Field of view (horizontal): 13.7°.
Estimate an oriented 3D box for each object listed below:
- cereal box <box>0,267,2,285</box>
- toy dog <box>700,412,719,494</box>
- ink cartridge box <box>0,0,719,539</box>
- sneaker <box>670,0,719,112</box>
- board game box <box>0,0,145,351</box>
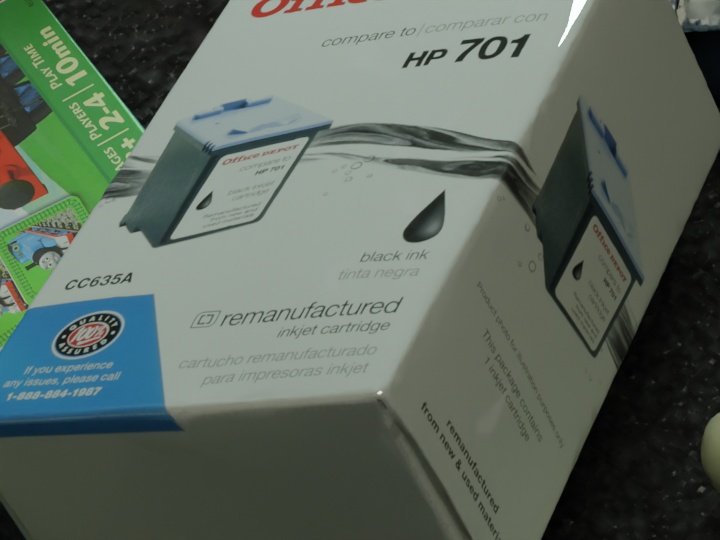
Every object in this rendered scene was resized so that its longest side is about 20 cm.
[{"bbox_3d":[-0.185,0.086,0.851,0.143,0.040,0.202,3,77,11],"label":"cereal box"},{"bbox_3d":[0.109,0.144,0.768,0.194,0.139,0.200,46,65,-7],"label":"toy dog"},{"bbox_3d":[0.000,0.000,0.850,0.146,0.086,0.201,-5,40,33],"label":"ink cartridge box"},{"bbox_3d":[0.108,-0.074,0.938,0.199,0.079,0.080,17,54,32],"label":"sneaker"},{"bbox_3d":[-0.161,-0.002,0.950,0.199,0.037,0.151,-32,58,-13],"label":"board game box"}]
